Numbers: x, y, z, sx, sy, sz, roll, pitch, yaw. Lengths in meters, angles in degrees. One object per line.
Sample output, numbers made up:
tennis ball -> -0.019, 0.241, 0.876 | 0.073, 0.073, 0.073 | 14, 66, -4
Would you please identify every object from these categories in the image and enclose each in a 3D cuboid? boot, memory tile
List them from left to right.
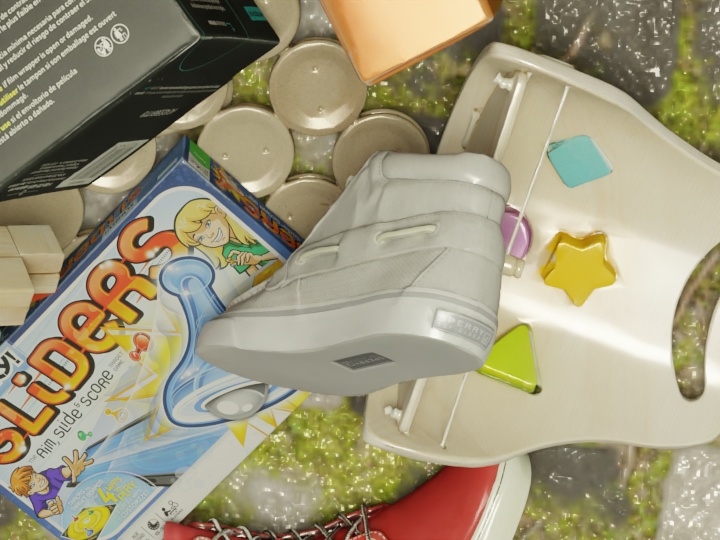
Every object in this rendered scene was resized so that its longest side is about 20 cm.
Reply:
memory tile -> -0.076, -0.044, 1.095 | 0.200, 0.017, 0.153 | -40, 109, 13
boot -> -0.017, 0.138, 1.107 | 0.144, 0.073, 0.200 | 34, 106, -13
boot -> 0.000, 0.000, 1.011 | 0.073, 0.199, 0.096 | 26, 69, -34

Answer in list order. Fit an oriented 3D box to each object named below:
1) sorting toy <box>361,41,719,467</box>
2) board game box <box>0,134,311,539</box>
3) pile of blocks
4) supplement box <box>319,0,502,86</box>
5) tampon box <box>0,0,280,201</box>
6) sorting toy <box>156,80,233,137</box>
sorting toy -> 0.113, 0.004, 1.067 | 0.179, 0.107, 0.202 | 18, 103, -5
board game box -> -0.107, 0.048, 1.105 | 0.135, 0.035, 0.200 | 40, 106, -18
pile of blocks -> -0.189, 0.016, 1.070 | 0.062, 0.200, 0.083 | -1, 93, -29
supplement box -> 0.023, -0.134, 0.990 | 0.068, 0.200, 0.067 | -26, 98, 7
tampon box -> -0.155, -0.150, 0.988 | 0.126, 0.150, 0.201 | -35, 87, 13
sorting toy -> -0.182, -0.140, 1.096 | 0.198, 0.036, 0.187 | -16, 99, 9
